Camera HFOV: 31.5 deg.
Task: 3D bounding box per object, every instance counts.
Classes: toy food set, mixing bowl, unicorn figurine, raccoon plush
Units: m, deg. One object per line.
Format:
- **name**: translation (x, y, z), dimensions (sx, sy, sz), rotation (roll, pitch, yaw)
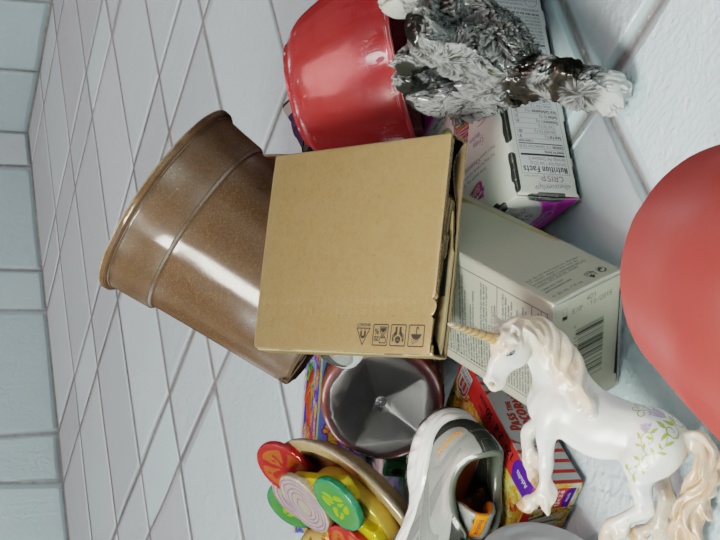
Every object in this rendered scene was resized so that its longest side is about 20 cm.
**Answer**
- **toy food set**: translation (-0.013, 0.227, 1.112), dimensions (0.200, 0.049, 0.198), rotation (-10, 114, 57)
- **mixing bowl**: translation (-0.004, -0.168, 1.139), dimensions (0.200, 0.108, 0.201), rotation (-11, -90, -80)
- **unicorn figurine**: translation (0.147, 0.107, 0.852), dimensions (0.074, 0.199, 0.138), rotation (-56, -21, -64)
- **raccoon plush**: translation (0.107, -0.181, 0.966), dimensions (0.097, 0.199, 0.134), rotation (108, 178, -59)

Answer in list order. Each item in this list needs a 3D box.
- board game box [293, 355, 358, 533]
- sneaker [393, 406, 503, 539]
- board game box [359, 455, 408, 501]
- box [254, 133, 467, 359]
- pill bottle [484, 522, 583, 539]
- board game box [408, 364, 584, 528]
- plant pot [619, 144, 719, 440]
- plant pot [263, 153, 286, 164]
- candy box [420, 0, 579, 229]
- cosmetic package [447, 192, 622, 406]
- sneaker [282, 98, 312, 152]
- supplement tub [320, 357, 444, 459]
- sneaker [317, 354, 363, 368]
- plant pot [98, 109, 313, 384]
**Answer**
- **board game box**: translation (-0.032, 0.167, 1.326), dimensions (0.135, 0.045, 0.201), rotation (122, 153, -70)
- **sneaker**: translation (0.070, 0.212, 0.997), dimensions (0.079, 0.074, 0.201), rotation (23, 111, 60)
- **board game box**: translation (0.011, 0.210, 1.260), dimensions (0.200, 0.026, 0.201), rotation (-108, 25, -67)
- **box**: translation (-0.004, -0.017, 0.981), dimensions (0.200, 0.021, 0.164), rotation (-2, 79, 47)
- **pill bottle**: translation (0.114, 0.297, 0.957), dimensions (0.112, 0.111, 0.201), rotation (-120, 38, -51)
- **board game box**: translation (0.105, 0.194, 1.067), dimensions (0.152, 0.046, 0.201), rotation (-117, 35, -48)
- **plant pot**: translation (0.227, 0.012, 0.623), dimensions (0.177, 0.199, 0.201), rotation (-144, 58, -75)
- **plant pot**: translation (-0.091, 0.008, 1.406), dimensions (0.187, 0.186, 0.201), rotation (-114, 15, -45)
- **candy box**: translation (0.107, -0.124, 1.054), dimensions (0.136, 0.061, 0.201), rotation (138, 129, -60)
- **cosmetic package**: translation (0.100, 0.018, 0.960), dimensions (0.200, 0.071, 0.106), rotation (33, 136, 45)
- **sneaker**: translation (-0.017, -0.168, 1.366), dimensions (0.200, 0.075, 0.088), rotation (-32, 75, 68)
- **supplement tub**: translation (0.022, 0.082, 1.144), dimensions (0.200, 0.106, 0.107), rotation (-83, 1, -73)
- **sneaker**: translation (0.000, 0.000, 1.071), dimensions (0.074, 0.087, 0.201), rotation (-28, 41, 33)
- **plant pot**: translation (-0.103, -0.012, 1.186), dimensions (0.201, 0.198, 0.200), rotation (-55, -5, -7)
